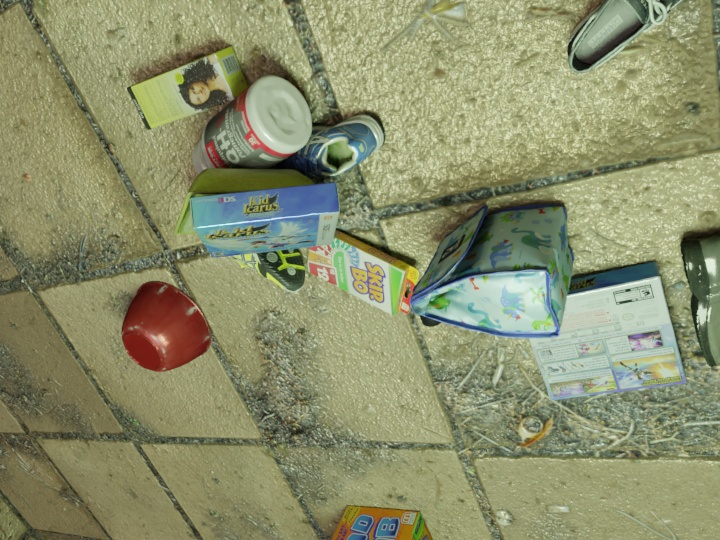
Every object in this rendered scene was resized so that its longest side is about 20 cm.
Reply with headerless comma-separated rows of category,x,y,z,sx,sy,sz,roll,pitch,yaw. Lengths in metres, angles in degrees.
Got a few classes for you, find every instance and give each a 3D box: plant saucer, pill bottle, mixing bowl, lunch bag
plant saucer,-0.180,-0.108,0.936,0.199,0.195,0.049,151,113,-64
pill bottle,-0.171,-0.198,0.916,0.198,0.111,0.112,-20,112,45
mixing bowl,-0.428,0.137,1.284,0.196,0.109,0.204,13,126,19
lunch bag,0.180,-0.003,0.838,0.196,0.171,0.130,-4,121,31

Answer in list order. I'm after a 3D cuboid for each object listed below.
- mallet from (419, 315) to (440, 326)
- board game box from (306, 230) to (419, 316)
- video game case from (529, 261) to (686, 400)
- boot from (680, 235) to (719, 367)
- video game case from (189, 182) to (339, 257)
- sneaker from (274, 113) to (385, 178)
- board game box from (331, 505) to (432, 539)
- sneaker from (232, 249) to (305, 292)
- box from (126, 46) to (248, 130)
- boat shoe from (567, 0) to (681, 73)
mallet,0.184,0.062,0.971,0.195,0.041,0.067,4,122,20
board game box,0.000,0.000,1.012,0.197,0.030,0.097,25,130,17
video game case,0.351,0.095,0.891,0.196,0.046,0.184,-14,114,27
boot,0.495,0.036,0.778,0.128,0.068,0.203,-11,118,25
video game case,-0.134,-0.068,0.887,0.195,0.047,0.181,-7,169,-7
sneaker,-0.060,-0.176,0.904,0.197,0.077,0.077,-14,117,36
board game box,0.049,0.680,1.350,0.196,0.201,0.203,-9,117,31
sneaker,-0.177,-0.031,1.074,0.199,0.075,0.077,42,139,9
box,-0.273,-0.284,0.956,0.196,0.050,0.076,-8,117,32
boat shoe,0.300,-0.294,0.646,0.074,0.068,0.199,45,130,-9
